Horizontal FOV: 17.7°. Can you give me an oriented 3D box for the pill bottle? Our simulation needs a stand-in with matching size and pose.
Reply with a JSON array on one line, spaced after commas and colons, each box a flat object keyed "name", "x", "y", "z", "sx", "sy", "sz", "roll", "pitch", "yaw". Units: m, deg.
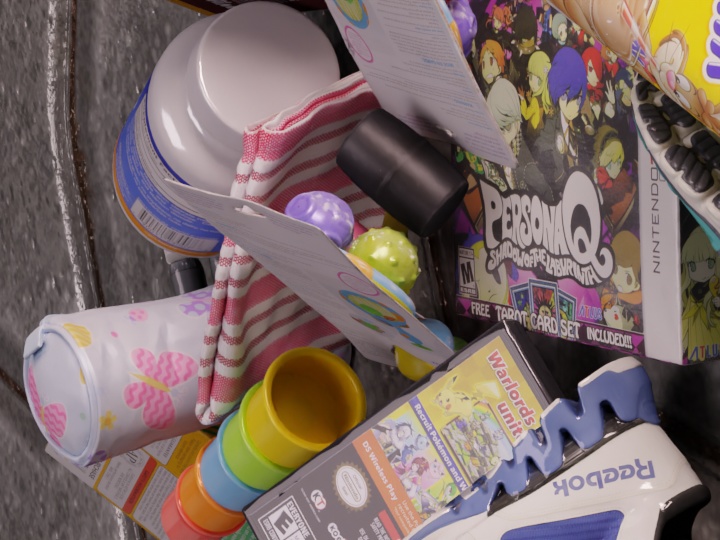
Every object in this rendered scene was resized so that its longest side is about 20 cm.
[{"name": "pill bottle", "x": -0.076, "y": -0.084, "z": 1.352, "sx": 0.200, "sy": 0.111, "sz": 0.113, "roll": 136, "pitch": 122, "yaw": -68}]

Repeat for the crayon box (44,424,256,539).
[{"name": "crayon box", "x": -0.096, "y": 0.129, "z": 1.469, "sx": 0.200, "sy": 0.052, "sz": 0.126, "roll": 38, "pitch": 139, "yaw": 6}]

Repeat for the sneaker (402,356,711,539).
[{"name": "sneaker", "x": 0.091, "y": 0.148, "z": 1.088, "sx": 0.199, "sy": 0.080, "sz": 0.115, "roll": -46, "pitch": 67, "yaw": 15}]

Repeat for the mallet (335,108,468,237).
[{"name": "mallet", "x": 0.026, "y": -0.017, "z": 1.249, "sx": 0.066, "sy": 0.041, "sz": 0.200, "roll": 39, "pitch": 163, "yaw": 19}]

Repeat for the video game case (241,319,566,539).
[{"name": "video game case", "x": 0.057, "y": 0.157, "z": 1.163, "sx": 0.180, "sy": 0.025, "sz": 0.201, "roll": -37, "pitch": 72, "yaw": 20}]

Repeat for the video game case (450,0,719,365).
[{"name": "video game case", "x": 0.109, "y": -0.056, "z": 1.138, "sx": 0.200, "sy": 0.036, "sz": 0.183, "roll": 13, "pitch": 107, "yaw": 60}]

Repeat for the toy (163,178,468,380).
[{"name": "toy", "x": 0.000, "y": 0.000, "z": 1.201, "sx": 0.115, "sy": 0.200, "sz": 0.047, "roll": 17, "pitch": 70, "yaw": 42}]

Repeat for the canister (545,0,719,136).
[{"name": "canister", "x": 0.166, "y": -0.127, "z": 0.940, "sx": 0.200, "sy": 0.086, "sz": 0.149, "roll": 45, "pitch": 122, "yaw": 43}]

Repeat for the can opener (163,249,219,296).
[{"name": "can opener", "x": -0.096, "y": 0.007, "z": 1.520, "sx": 0.066, "sy": 0.052, "sz": 0.201, "roll": 57, "pitch": -162, "yaw": -75}]

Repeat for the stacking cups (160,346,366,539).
[{"name": "stacking cups", "x": -0.058, "y": 0.108, "z": 1.303, "sx": 0.200, "sy": 0.060, "sz": 0.061, "roll": -49, "pitch": 55, "yaw": 57}]

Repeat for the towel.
[{"name": "towel", "x": -0.026, "y": -0.015, "z": 1.287, "sx": 0.030, "sy": 0.146, "sz": 0.201, "roll": 31, "pitch": 127, "yaw": 26}]

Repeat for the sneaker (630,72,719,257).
[{"name": "sneaker", "x": 0.174, "y": -0.009, "z": 0.991, "sx": 0.201, "sy": 0.077, "sz": 0.080, "roll": 60, "pitch": 156, "yaw": 25}]

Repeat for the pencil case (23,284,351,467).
[{"name": "pencil case", "x": -0.101, "y": 0.050, "z": 1.378, "sx": 0.083, "sy": 0.199, "sz": 0.091, "roll": -10, "pitch": 95, "yaw": 54}]

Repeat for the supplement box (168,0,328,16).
[{"name": "supplement box", "x": -0.097, "y": -0.234, "z": 1.265, "sx": 0.200, "sy": 0.196, "sz": 0.134, "roll": 4, "pitch": 78, "yaw": 61}]

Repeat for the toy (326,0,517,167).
[{"name": "toy", "x": 0.018, "y": -0.151, "z": 1.144, "sx": 0.115, "sy": 0.047, "sz": 0.200, "roll": 26, "pitch": 153, "yaw": 56}]
